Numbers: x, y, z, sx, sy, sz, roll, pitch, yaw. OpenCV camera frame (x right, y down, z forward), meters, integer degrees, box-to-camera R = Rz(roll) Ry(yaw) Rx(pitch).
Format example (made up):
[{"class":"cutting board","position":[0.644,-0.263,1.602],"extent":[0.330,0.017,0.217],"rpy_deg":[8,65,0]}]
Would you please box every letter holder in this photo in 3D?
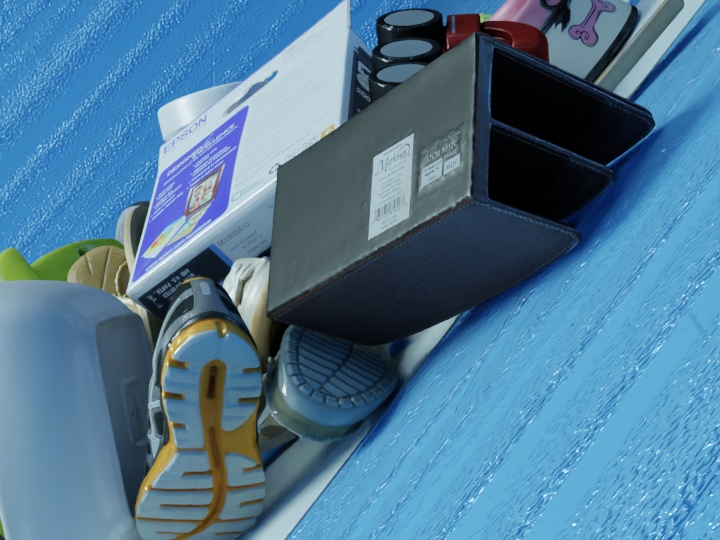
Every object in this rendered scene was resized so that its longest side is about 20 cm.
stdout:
[{"class":"letter holder","position":[0.060,-0.030,1.154],"extent":[0.200,0.141,0.101],"rpy_deg":[-30,50,49]}]

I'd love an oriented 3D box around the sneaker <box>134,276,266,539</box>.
[{"class":"sneaker","position":[-0.096,0.092,1.228],"extent":[0.077,0.078,0.201],"rpy_deg":[-106,23,-48]}]

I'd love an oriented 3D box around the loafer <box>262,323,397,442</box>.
[{"class":"loafer","position":[-0.021,0.067,1.236],"extent":[0.070,0.075,0.200],"rpy_deg":[-62,0,16]}]

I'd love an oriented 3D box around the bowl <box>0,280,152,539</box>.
[{"class":"bowl","position":[-0.177,0.100,1.302],"extent":[0.074,0.201,0.200],"rpy_deg":[-10,-1,8]}]

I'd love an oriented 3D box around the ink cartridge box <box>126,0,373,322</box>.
[{"class":"ink cartridge box","position":[-0.070,-0.079,1.420],"extent":[0.198,0.043,0.201],"rpy_deg":[-35,27,23]}]

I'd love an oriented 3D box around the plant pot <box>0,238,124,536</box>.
[{"class":"plant pot","position":[-0.248,0.102,1.611],"extent":[0.199,0.200,0.181],"rpy_deg":[-45,-21,16]}]

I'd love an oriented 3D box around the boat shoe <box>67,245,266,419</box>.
[{"class":"boat shoe","position":[-0.137,0.059,1.506],"extent":[0.071,0.200,0.070],"rpy_deg":[-37,-32,-20]}]

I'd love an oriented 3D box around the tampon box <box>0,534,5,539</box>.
[{"class":"tampon box","position":[-0.273,0.255,1.365],"extent":[0.126,0.150,0.200],"rpy_deg":[-52,8,-23]}]

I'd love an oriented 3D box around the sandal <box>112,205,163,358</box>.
[{"class":"sandal","position":[-0.155,0.048,1.432],"extent":[0.069,0.078,0.212],"rpy_deg":[-34,49,16]}]

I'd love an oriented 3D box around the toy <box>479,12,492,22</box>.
[{"class":"toy","position":[0.128,-0.205,1.722],"extent":[0.115,0.047,0.200],"rpy_deg":[-20,-5,-28]}]

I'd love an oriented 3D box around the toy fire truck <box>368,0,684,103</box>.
[{"class":"toy fire truck","position":[0.108,-0.123,1.322],"extent":[0.198,0.130,0.176],"rpy_deg":[-3,24,5]}]

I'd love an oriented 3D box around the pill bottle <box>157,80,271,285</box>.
[{"class":"pill bottle","position":[-0.089,-0.038,1.562],"extent":[0.115,0.201,0.116],"rpy_deg":[-13,-5,-1]}]

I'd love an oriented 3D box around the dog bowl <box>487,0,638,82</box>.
[{"class":"dog bowl","position":[0.115,-0.148,1.534],"extent":[0.200,0.074,0.200],"rpy_deg":[-47,6,7]}]

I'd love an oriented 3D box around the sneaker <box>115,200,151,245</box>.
[{"class":"sneaker","position":[-0.135,0.006,1.758],"extent":[0.077,0.201,0.112],"rpy_deg":[3,38,39]}]

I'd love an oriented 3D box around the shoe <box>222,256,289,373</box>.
[{"class":"shoe","position":[-0.072,0.031,1.335],"extent":[0.200,0.053,0.070],"rpy_deg":[107,-178,-79]}]

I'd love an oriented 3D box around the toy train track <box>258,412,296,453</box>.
[{"class":"toy train track","position":[-0.124,0.134,1.416],"extent":[0.199,0.033,0.115],"rpy_deg":[-27,15,31]}]
